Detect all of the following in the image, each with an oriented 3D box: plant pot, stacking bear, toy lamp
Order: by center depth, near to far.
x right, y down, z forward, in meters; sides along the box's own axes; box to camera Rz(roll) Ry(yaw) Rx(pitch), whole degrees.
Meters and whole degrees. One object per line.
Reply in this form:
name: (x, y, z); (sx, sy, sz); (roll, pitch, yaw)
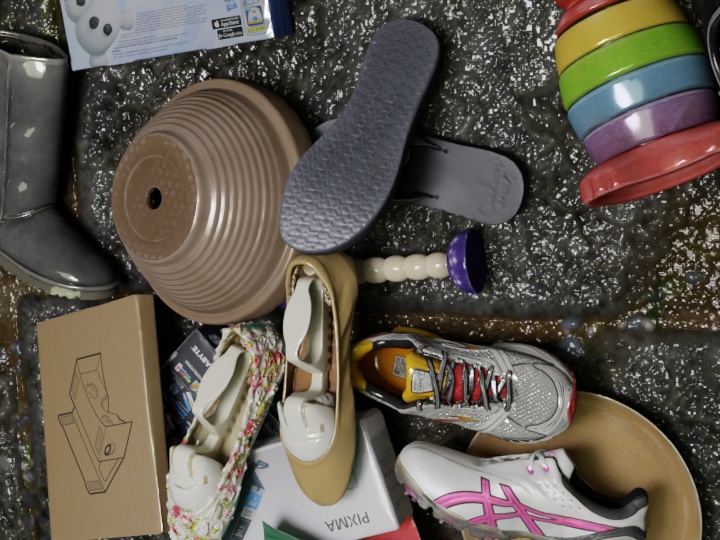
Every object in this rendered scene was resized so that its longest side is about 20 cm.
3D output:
stacking bear: (0.184, -0.158, 0.953); (0.120, 0.114, 0.202); (-20, 83, 13)
plant pot: (0.174, 0.189, 1.079); (0.198, 0.027, 0.203); (6, 105, 22)
plant pot: (-0.134, -0.055, 1.089); (0.199, 0.092, 0.204); (1, 92, 37)
toy lamp: (0.000, 0.000, 1.094); (0.198, 0.058, 0.059); (-7, 99, 24)

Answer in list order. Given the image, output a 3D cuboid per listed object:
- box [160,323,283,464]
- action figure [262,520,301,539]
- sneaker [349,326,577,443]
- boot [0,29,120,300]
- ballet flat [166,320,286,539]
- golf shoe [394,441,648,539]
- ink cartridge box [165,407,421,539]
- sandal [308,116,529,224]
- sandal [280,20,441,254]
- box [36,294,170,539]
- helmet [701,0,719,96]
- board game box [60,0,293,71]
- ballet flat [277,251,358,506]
box: (-0.117, 0.169, 1.187); (0.200, 0.046, 0.159); (47, 114, 7)
action figure: (0.015, 0.266, 1.081); (0.197, 0.055, 0.119); (5, 122, 4)
sneaker: (0.074, 0.092, 1.050); (0.198, 0.082, 0.079); (6, 93, 31)
boot: (-0.273, -0.092, 1.182); (0.180, 0.072, 0.202); (22, 109, 17)
ballet flat: (-0.120, 0.131, 1.087); (0.075, 0.064, 0.202); (14, 81, 33)
golf shoe: (0.125, 0.169, 1.045); (0.198, 0.073, 0.093); (22, 104, 7)
ink cartridge box: (-0.048, 0.225, 1.122); (0.198, 0.045, 0.178); (-18, 93, 24)
sandal: (0.034, -0.081, 1.069); (0.198, 0.043, 0.077); (7, 104, 22)
sandal: (0.008, -0.095, 1.035); (0.075, 0.043, 0.201); (26, 76, 16)
box: (-0.226, 0.132, 1.184); (0.162, 0.021, 0.203); (-15, 77, 44)
helmet: (0.306, -0.175, 0.849); (0.198, 0.201, 0.192); (16, 148, 19)
board game box: (-0.164, -0.278, 1.108); (0.198, 0.043, 0.202); (-4, 102, 24)
ballet flat: (-0.041, 0.083, 1.045); (0.068, 0.063, 0.203); (0, 88, 32)
